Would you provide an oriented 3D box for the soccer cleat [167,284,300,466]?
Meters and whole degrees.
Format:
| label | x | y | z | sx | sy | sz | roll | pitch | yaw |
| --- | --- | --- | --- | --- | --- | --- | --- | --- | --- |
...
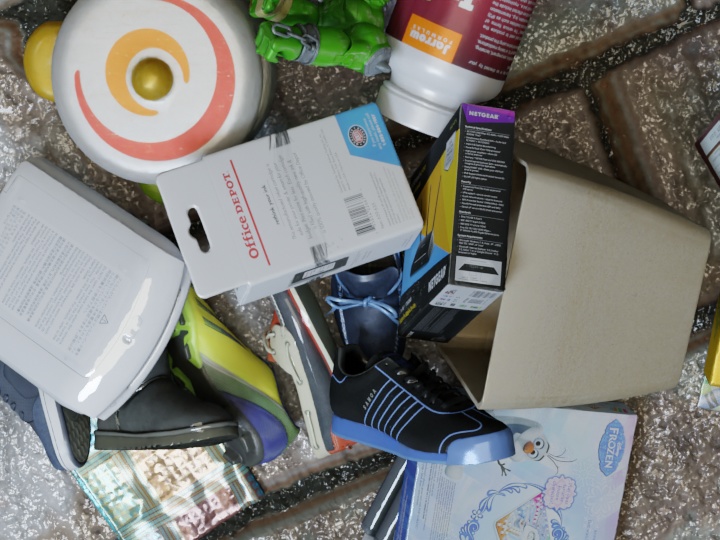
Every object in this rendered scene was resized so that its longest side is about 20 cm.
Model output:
| label | x | y | z | sx | sy | sz | roll | pitch | yaw |
| --- | --- | --- | --- | --- | --- | --- | --- | --- | --- |
| soccer cleat | -0.125 | 0.083 | 1.567 | 0.065 | 0.083 | 0.201 | -39 | 78 | 46 |

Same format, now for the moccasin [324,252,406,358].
| label | x | y | z | sx | sy | sz | roll | pitch | yaw |
| --- | --- | --- | --- | --- | --- | --- | --- | --- | --- |
| moccasin | 0.000 | 0.000 | 1.531 | 0.080 | 0.068 | 0.202 | -7 | 100 | 6 |

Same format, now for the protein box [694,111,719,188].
| label | x | y | z | sx | sy | sz | roll | pitch | yaw |
| --- | --- | --- | --- | --- | --- | --- | --- | --- | --- |
| protein box | 0.416 | -0.078 | 1.410 | 0.197 | 0.135 | 0.201 | -28 | 83 | -2 |

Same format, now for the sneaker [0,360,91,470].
| label | x | y | z | sx | sy | sz | roll | pitch | yaw |
| --- | --- | --- | --- | --- | --- | --- | --- | --- | --- |
| sneaker | -0.330 | 0.109 | 1.549 | 0.145 | 0.077 | 0.204 | -25 | 66 | 5 |

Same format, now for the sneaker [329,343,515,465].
| label | x | y | z | sx | sy | sz | roll | pitch | yaw |
| --- | --- | --- | --- | --- | --- | --- | --- | --- | --- |
| sneaker | 0.046 | 0.111 | 1.449 | 0.199 | 0.070 | 0.079 | 8 | 104 | 43 |

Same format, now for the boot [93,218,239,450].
| label | x | y | z | sx | sy | sz | roll | pitch | yaw |
| --- | --- | --- | --- | --- | --- | --- | --- | --- | --- |
| boot | -0.182 | 0.056 | 1.514 | 0.180 | 0.072 | 0.202 | -5 | 82 | 37 |

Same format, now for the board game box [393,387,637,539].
| label | x | y | z | sx | sy | sz | roll | pitch | yaw |
| --- | --- | --- | --- | --- | --- | --- | --- | --- | --- |
| board game box | 0.134 | 0.210 | 1.545 | 0.197 | 0.043 | 0.202 | 7 | 101 | -14 |

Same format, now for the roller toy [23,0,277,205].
| label | x | y | z | sx | sy | sz | roll | pitch | yaw |
| --- | --- | --- | --- | --- | --- | --- | --- | --- | --- |
| roller toy | -0.168 | -0.170 | 1.478 | 0.182 | 0.140 | 0.200 | -42 | 94 | 10 |

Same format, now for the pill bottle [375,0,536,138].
| label | x | y | z | sx | sy | sz | roll | pitch | yaw |
| --- | --- | --- | --- | --- | --- | --- | --- | --- | --- |
| pill bottle | 0.085 | -0.216 | 1.462 | 0.112 | 0.113 | 0.202 | 21 | 101 | 1 |

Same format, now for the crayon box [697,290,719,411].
| label | x | y | z | sx | sy | sz | roll | pitch | yaw |
| --- | --- | --- | --- | --- | --- | --- | --- | --- | --- |
| crayon box | 0.378 | 0.042 | 1.517 | 0.124 | 0.052 | 0.202 | 10 | 101 | 3 |

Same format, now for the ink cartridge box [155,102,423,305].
| label | x | y | z | sx | sy | sz | roll | pitch | yaw |
| --- | --- | --- | --- | --- | --- | --- | --- | --- | --- |
| ink cartridge box | -0.062 | -0.049 | 1.431 | 0.198 | 0.067 | 0.117 | -18 | 79 | -15 |

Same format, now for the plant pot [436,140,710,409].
| label | x | y | z | sx | sy | sz | roll | pitch | yaw |
| --- | --- | --- | --- | --- | --- | --- | --- | --- | --- |
| plant pot | 0.183 | 0.006 | 1.462 | 0.175 | 0.200 | 0.202 | 9 | 101 | -9 |

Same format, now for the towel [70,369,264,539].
| label | x | y | z | sx | sy | sz | roll | pitch | yaw |
| --- | --- | --- | --- | --- | --- | --- | --- | --- | --- |
| towel | -0.201 | 0.165 | 1.603 | 0.146 | 0.022 | 0.201 | -33 | 96 | 10 |

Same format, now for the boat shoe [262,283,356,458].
| label | x | y | z | sx | sy | sz | roll | pitch | yaw |
| --- | --- | --- | --- | --- | --- | --- | --- | --- | --- |
| boat shoe | -0.053 | 0.073 | 1.552 | 0.062 | 0.071 | 0.201 | -24 | 102 | 11 |

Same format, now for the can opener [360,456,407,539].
| label | x | y | z | sx | sy | sz | roll | pitch | yaw |
| --- | --- | --- | --- | --- | --- | --- | --- | --- | --- |
| can opener | 0.032 | 0.238 | 1.589 | 0.066 | 0.053 | 0.202 | 14 | 105 | -33 |

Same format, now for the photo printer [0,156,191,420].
| label | x | y | z | sx | sy | sz | roll | pitch | yaw |
| --- | --- | --- | --- | --- | --- | --- | --- | --- | --- |
| photo printer | -0.244 | 0.019 | 1.469 | 0.199 | 0.069 | 0.167 | 31 | 91 | 25 |

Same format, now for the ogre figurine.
| label | x | y | z | sx | sy | sz | roll | pitch | yaw |
| --- | --- | --- | --- | --- | --- | --- | --- | --- | --- |
| ogre figurine | -0.035 | -0.223 | 1.449 | 0.119 | 0.200 | 0.099 | 18 | 104 | -19 |

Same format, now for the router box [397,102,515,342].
| label | x | y | z | sx | sy | sz | roll | pitch | yaw |
| --- | --- | --- | --- | --- | --- | --- | --- | --- | --- |
| router box | 0.077 | -0.034 | 1.430 | 0.051 | 0.200 | 0.151 | 8 | 74 | -9 |
